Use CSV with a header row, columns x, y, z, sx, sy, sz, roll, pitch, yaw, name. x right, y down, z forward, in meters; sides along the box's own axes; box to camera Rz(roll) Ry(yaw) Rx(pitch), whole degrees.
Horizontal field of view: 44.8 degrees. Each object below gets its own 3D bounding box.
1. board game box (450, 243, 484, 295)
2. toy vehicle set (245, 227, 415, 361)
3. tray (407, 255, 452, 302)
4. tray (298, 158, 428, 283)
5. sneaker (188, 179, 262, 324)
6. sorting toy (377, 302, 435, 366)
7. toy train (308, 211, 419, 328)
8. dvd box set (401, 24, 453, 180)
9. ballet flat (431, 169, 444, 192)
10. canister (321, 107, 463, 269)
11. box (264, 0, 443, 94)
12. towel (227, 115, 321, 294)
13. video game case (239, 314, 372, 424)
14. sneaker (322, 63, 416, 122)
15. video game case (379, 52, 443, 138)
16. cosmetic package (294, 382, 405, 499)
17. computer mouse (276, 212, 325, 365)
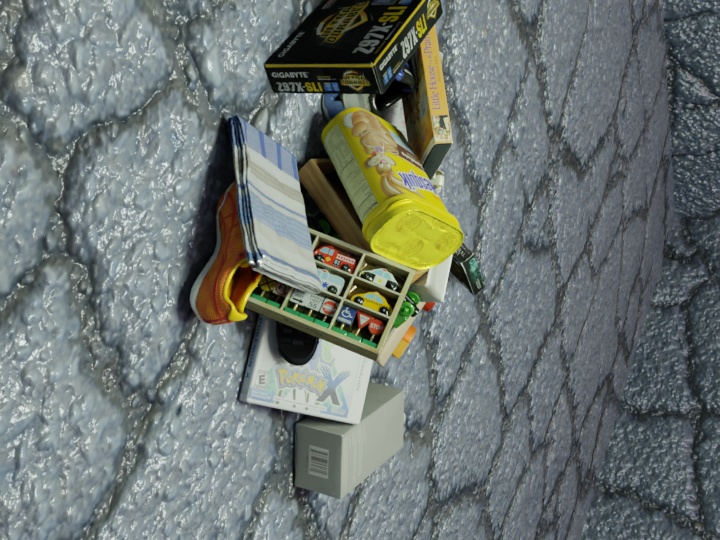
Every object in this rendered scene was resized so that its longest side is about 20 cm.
x,y,z,sx,sy,sz,roll,pitch,yaw,name
0.110,-0.059,1.345,0.028,0.200,0.135,-40,154,-3,board game box
-0.047,0.019,1.091,0.027,0.200,0.124,101,12,-63,toy vehicle set
0.054,-0.011,1.276,0.022,0.200,0.108,20,79,-38,tray
0.003,-0.064,1.191,0.200,0.037,0.099,54,29,12,tray
-0.136,-0.026,1.031,0.073,0.077,0.200,45,49,-54,sneaker
0.080,0.066,1.347,0.185,0.036,0.200,-56,178,-3,sorting toy
0.000,0.000,1.210,0.200,0.056,0.042,44,33,-5,toy train
0.089,-0.244,1.253,0.146,0.029,0.200,118,-33,-73,dvd box set
0.100,-0.149,1.439,0.200,0.065,0.071,10,85,-62,ballet flat
0.038,-0.112,1.167,0.148,0.087,0.200,20,36,-47,canister
-0.005,-0.298,1.118,0.200,0.159,0.049,-57,143,-36,box
-0.100,-0.076,1.044,0.147,0.024,0.200,29,45,-57,towel
-0.059,0.105,1.193,0.200,0.022,0.183,19,79,-39,video game case
0.030,-0.294,1.227,0.081,0.115,0.200,37,65,-59,sneaker
0.073,-0.283,1.404,0.200,0.022,0.183,4,94,-60,video game case
-0.012,0.250,1.324,0.200,0.090,0.107,-23,118,-61,cosmetic package
-0.076,0.024,1.145,0.034,0.058,0.200,125,-28,-80,computer mouse
